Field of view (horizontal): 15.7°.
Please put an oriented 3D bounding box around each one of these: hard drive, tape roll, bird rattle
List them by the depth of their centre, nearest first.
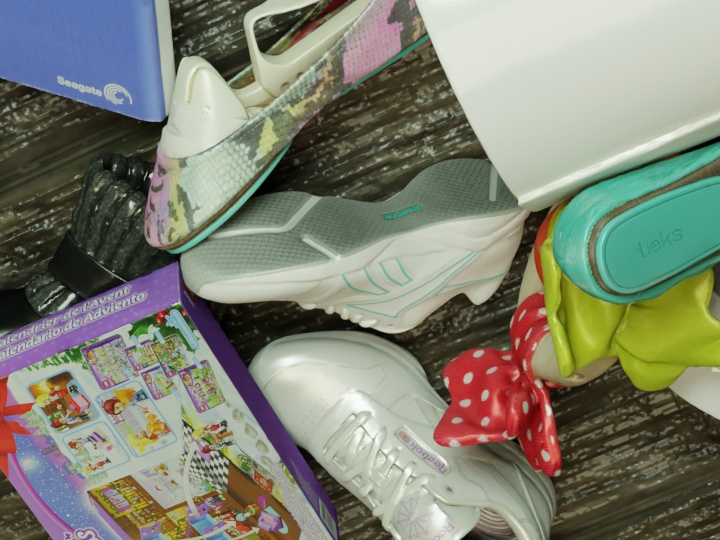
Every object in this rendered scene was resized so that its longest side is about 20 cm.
[{"bbox_3d":[0.109,-0.146,1.255,0.139,0.203,0.203,-23,113,12],"label":"tape roll"},{"bbox_3d":[-0.159,-0.171,1.292,0.131,0.025,0.201,17,138,17],"label":"hard drive"},{"bbox_3d":[0.121,0.017,1.361,0.112,0.164,0.200,20,154,-9],"label":"bird rattle"}]

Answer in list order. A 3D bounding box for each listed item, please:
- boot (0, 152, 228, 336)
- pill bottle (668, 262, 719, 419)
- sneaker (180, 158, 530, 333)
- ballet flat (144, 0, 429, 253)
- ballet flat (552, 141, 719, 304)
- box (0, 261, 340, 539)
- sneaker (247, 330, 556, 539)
[{"bbox_3d":[-0.171,0.007,1.404,0.210,0.080,0.158,14,123,-16],"label":"boot"},{"bbox_3d":[0.231,-0.023,1.356,0.113,0.114,0.201,25,114,-10],"label":"pill bottle"},{"bbox_3d":[0.000,0.000,1.371,0.199,0.070,0.081,-9,128,-24],"label":"sneaker"},{"bbox_3d":[-0.047,-0.097,1.331,0.200,0.069,0.071,-41,124,-4],"label":"ballet flat"},{"bbox_3d":[0.176,-0.038,1.252,0.199,0.070,0.068,-18,108,-22],"label":"ballet flat"},{"bbox_3d":[-0.113,0.100,1.404,0.136,0.039,0.200,-22,126,10],"label":"box"},{"bbox_3d":[0.026,0.103,1.434,0.199,0.100,0.075,32,115,-11],"label":"sneaker"}]
